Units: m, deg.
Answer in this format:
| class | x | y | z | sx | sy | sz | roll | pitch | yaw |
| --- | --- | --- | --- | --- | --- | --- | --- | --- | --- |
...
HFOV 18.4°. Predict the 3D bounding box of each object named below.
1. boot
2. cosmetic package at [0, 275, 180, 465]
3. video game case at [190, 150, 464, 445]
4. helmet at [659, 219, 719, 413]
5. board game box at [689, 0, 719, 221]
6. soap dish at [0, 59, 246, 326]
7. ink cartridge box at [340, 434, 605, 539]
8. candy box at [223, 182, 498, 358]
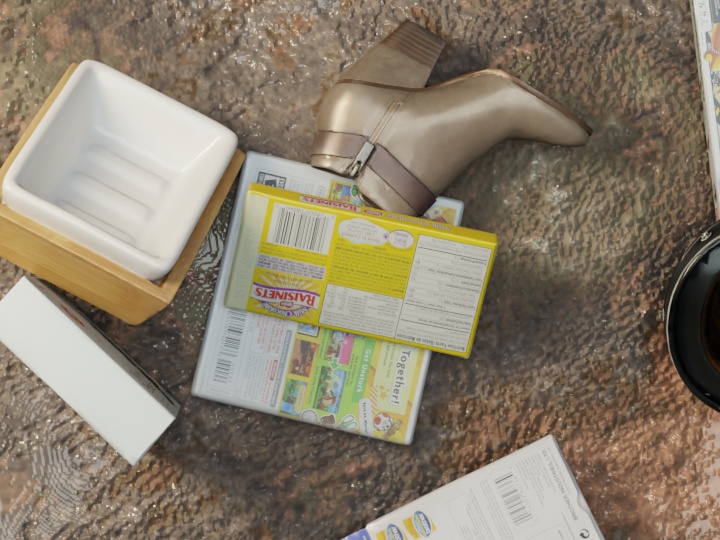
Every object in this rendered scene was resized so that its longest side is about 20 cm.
| class | x | y | z | sx | sy | sz | roll | pitch | yaw |
| --- | --- | --- | --- | --- | --- | --- | --- | --- | --- |
| boot | 0.065 | -0.098 | 1.750 | 0.199 | 0.070 | 0.147 | 29 | 81 | 4 |
| cosmetic package | -0.206 | 0.072 | 1.667 | 0.151 | 0.200 | 0.052 | 41 | 87 | -3 |
| video game case | -0.026 | 0.022 | 1.770 | 0.181 | 0.023 | 0.201 | 13 | 87 | -3 |
| helmet | 0.338 | 0.034 | 1.711 | 0.199 | 0.190 | 0.201 | -12 | 111 | -34 |
| board game box | 0.339 | -0.141 | 1.786 | 0.125 | 0.035 | 0.201 | -7 | 89 | 3 |
| soap dish | -0.189 | -0.059 | 1.687 | 0.157 | 0.200 | 0.081 | 27 | 129 | -3 |
| ink cartridge box | 0.089 | 0.226 | 1.744 | 0.199 | 0.042 | 0.120 | -26 | 75 | 1 |
| candy box | 0.000 | 0.000 | 1.730 | 0.199 | 0.026 | 0.103 | 12 | 116 | -4 |
